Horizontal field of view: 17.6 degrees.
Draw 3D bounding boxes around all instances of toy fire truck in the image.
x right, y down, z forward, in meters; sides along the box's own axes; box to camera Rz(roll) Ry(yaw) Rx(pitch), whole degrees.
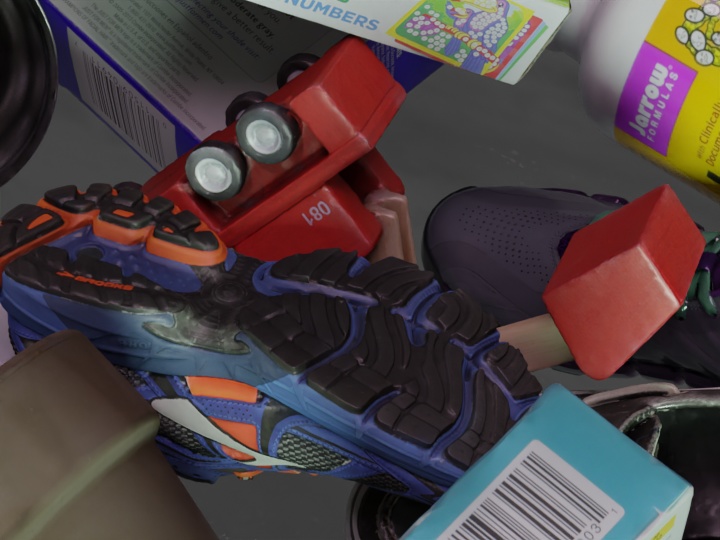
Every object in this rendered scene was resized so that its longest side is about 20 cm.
[{"bbox_3d":[0.000,0.000,0.793,0.141,0.200,0.049,50,31,-11],"label":"toy fire truck"}]

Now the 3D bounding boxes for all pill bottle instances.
[{"bbox_3d":[0.151,-0.072,0.848,0.200,0.104,0.104,33,64,18],"label":"pill bottle"}]

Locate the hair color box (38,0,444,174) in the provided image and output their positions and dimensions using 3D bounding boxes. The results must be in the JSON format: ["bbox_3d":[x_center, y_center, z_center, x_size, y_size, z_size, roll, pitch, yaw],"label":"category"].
[{"bbox_3d":[-0.016,-0.117,0.898,0.200,0.065,0.109,-40,67,-19],"label":"hair color box"}]

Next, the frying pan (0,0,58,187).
[{"bbox_3d":[-0.204,-0.085,0.850,0.189,0.115,0.031,15,22,-9],"label":"frying pan"}]

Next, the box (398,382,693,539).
[{"bbox_3d":[0.044,0.118,0.680,0.049,0.200,0.082,38,66,20],"label":"box"}]

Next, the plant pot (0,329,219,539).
[{"bbox_3d":[-0.090,0.146,0.685,0.173,0.200,0.200,42,67,4],"label":"plant pot"}]

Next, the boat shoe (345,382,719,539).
[{"bbox_3d":[0.086,0.068,0.761,0.199,0.064,0.071,-12,83,13],"label":"boat shoe"}]

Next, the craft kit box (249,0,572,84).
[{"bbox_3d":[-0.032,-0.172,0.805,0.199,0.049,0.198,16,43,-22],"label":"craft kit box"}]

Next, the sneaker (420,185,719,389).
[{"bbox_3d":[0.118,0.000,0.815,0.199,0.088,0.075,19,61,10],"label":"sneaker"}]

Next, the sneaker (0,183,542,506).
[{"bbox_3d":[-0.029,0.036,0.760,0.199,0.079,0.075,21,43,18],"label":"sneaker"}]

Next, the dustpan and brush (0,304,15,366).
[{"bbox_3d":[-0.174,0.051,0.776,0.139,0.057,0.200,14,23,-3],"label":"dustpan and brush"}]
